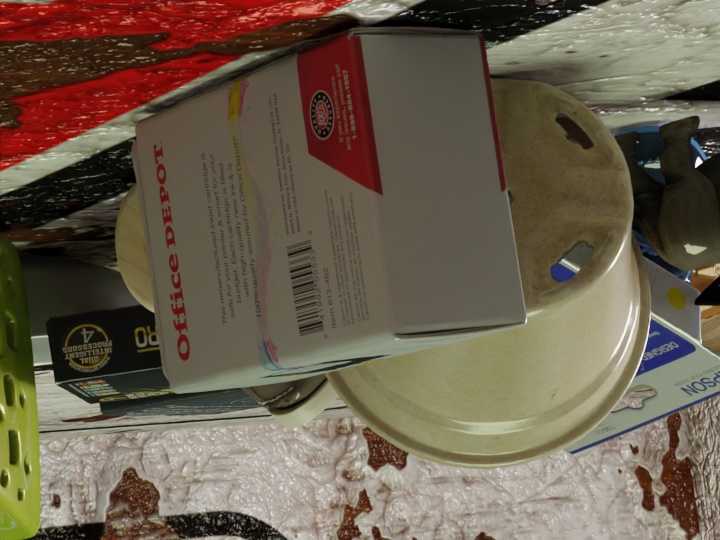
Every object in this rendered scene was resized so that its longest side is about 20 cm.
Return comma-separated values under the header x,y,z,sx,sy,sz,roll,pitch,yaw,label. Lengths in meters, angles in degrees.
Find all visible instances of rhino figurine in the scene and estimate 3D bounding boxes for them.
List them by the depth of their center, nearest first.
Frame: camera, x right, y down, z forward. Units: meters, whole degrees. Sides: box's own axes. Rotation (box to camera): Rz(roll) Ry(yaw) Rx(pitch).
x,y,z,sx,sy,sz,roll,pitch,yaw,label
0.241,-0.057,1.435,0.200,0.087,0.060,-14,-179,-25,rhino figurine

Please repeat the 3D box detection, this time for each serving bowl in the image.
x,y,z,sx,sy,sz,roll,pitch,yaw,label
-0.244,0.029,1.754,0.200,0.066,0.200,-6,172,-1,serving bowl

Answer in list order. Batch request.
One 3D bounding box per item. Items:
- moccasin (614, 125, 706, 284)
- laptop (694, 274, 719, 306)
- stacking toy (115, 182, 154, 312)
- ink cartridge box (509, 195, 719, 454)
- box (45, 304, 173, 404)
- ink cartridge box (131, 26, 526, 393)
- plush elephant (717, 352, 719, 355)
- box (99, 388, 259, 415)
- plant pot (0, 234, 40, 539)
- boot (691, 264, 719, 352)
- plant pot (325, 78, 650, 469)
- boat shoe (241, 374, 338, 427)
x,y,z,sx,sy,sz,roll,pitch,yaw,label
0.192,-0.020,1.559,0.080,0.068,0.200,-3,152,11,moccasin
0.340,-0.003,1.477,0.200,0.103,0.177,17,173,-27,laptop
-0.049,-0.025,1.503,0.200,0.085,0.085,-9,176,-42,stacking toy
0.119,0.033,1.567,0.200,0.047,0.198,30,149,-21,ink cartridge box
-0.113,0.050,1.612,0.161,0.049,0.200,-10,173,-2,box
-0.020,-0.026,1.206,0.083,0.146,0.200,-5,173,-36,ink cartridge box
0.342,0.025,1.887,0.155,0.165,0.200,-12,172,31,plush elephant
-0.085,0.048,1.895,0.200,0.107,0.148,-10,172,33,box
-0.308,0.066,1.497,0.199,0.200,0.181,-6,165,-2,plant pot
0.283,-0.033,1.745,0.200,0.074,0.155,-39,134,8,boot
0.072,-0.011,1.336,0.200,0.201,0.183,-6,162,-5,plant pot
0.000,0.000,1.459,0.060,0.200,0.072,43,176,-26,boat shoe
